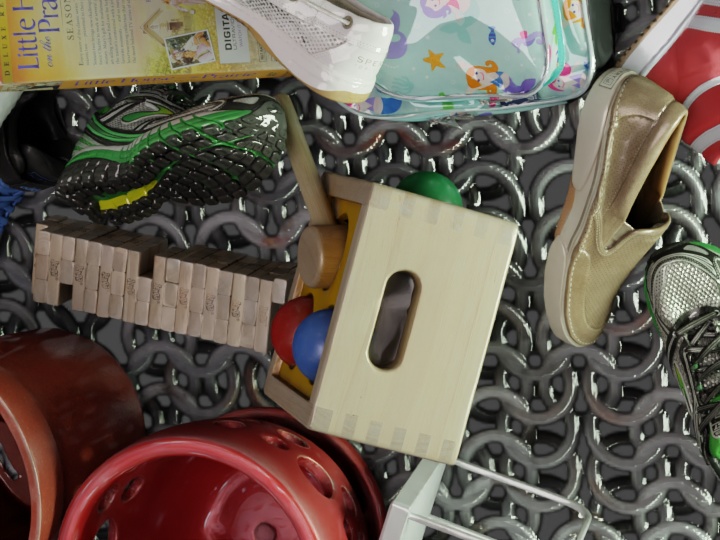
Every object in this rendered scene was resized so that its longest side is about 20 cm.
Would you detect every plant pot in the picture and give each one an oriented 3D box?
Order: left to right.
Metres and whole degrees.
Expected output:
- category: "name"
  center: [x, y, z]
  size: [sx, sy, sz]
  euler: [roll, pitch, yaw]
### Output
- category: "plant pot"
  center: [-0.258, 0.131, 1.563]
  size: [0.199, 0.195, 0.203]
  euler: [4, 101, 23]
- category: "plant pot"
  center: [-0.082, 0.196, 1.527]
  size: [0.199, 0.182, 0.202]
  euler: [2, 96, 20]

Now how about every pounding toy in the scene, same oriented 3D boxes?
- category: "pounding toy"
  center: [0.000, 0.000, 1.459]
  size: [0.141, 0.184, 0.202]
  euler: [15, 92, -14]

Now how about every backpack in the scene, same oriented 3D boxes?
- category: "backpack"
  center: [0.054, -0.182, 1.436]
  size: [0.198, 0.150, 0.179]
  euler: [-3, 100, 24]

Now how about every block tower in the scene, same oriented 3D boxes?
- category: "block tower"
  center: [-0.139, 0.009, 1.582]
  size: [0.198, 0.054, 0.058]
  euler: [10, 105, 16]

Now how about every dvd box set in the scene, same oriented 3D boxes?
- category: "dvd box set"
  center: [-0.143, -0.192, 1.441]
  size: [0.198, 0.029, 0.148]
  euler: [-5, 82, -17]

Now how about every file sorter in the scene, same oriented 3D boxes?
- category: "file sorter"
  center: [0.064, 0.246, 1.523]
  size: [0.124, 0.139, 0.201]
  euler: [20, 107, 9]

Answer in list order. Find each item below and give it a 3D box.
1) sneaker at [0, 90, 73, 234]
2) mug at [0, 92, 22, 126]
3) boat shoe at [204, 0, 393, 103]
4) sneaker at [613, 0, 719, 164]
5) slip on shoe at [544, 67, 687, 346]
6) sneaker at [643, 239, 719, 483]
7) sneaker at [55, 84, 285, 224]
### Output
- category: "sneaker"
  center: [-0.261, -0.055, 1.595]
  size: [0.110, 0.077, 0.202]
  euler: [9, 97, 25]
- category: "mug"
  center: [-0.284, -0.182, 1.476]
  size: [0.147, 0.200, 0.176]
  euler: [24, 67, 22]
- category: "boat shoe"
  center: [-0.057, -0.187, 1.383]
  size: [0.200, 0.071, 0.070]
  euler: [39, 116, 15]
- category: "sneaker"
  center: [0.259, -0.156, 1.410]
  size: [0.112, 0.071, 0.200]
  euler: [45, 118, 9]
- category: "slip on shoe"
  center: [0.168, -0.032, 1.445]
  size: [0.060, 0.076, 0.201]
  euler: [23, 121, 25]
- category: "sneaker"
  center: [0.244, 0.073, 1.456]
  size: [0.078, 0.085, 0.201]
  euler: [-26, 92, 21]
- category: "sneaker"
  center: [-0.128, -0.094, 1.506]
  size: [0.199, 0.078, 0.086]
  euler: [-9, 59, 41]
